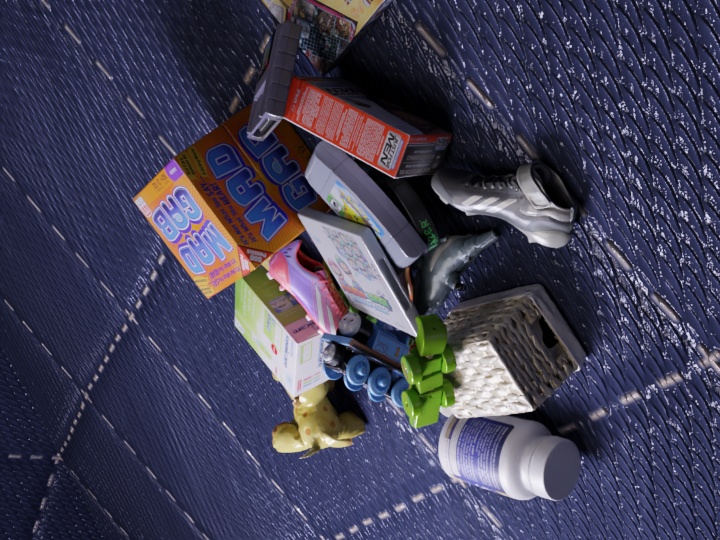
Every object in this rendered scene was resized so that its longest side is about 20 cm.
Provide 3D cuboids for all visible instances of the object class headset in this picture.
[{"bbox_3d":[0.037,-0.099,1.494,0.200,0.094,0.124,56,175,41],"label":"headset"}]

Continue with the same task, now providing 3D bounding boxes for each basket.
[{"bbox_3d":[0.190,0.118,1.516,0.136,0.123,0.200,56,148,-9],"label":"basket"}]

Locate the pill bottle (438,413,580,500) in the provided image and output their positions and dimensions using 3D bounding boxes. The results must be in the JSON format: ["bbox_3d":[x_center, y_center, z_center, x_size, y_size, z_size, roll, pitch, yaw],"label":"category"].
[{"bbox_3d":[0.226,0.280,1.643,0.199,0.120,0.120,8,130,48],"label":"pill bottle"}]

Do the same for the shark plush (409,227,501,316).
[{"bbox_3d":[0.138,-0.001,1.501,0.090,0.084,0.199,23,141,-36],"label":"shark plush"}]

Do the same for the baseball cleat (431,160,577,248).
[{"bbox_3d":[0.182,-0.105,1.358,0.199,0.070,0.107,25,135,20],"label":"baseball cleat"}]

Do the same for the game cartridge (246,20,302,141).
[{"bbox_3d":[-0.121,-0.255,1.476,0.200,0.038,0.131,169,109,-77],"label":"game cartridge"}]

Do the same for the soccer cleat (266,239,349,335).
[{"bbox_3d":[-0.062,0.037,1.706,0.076,0.067,0.200,-37,111,20],"label":"soccer cleat"}]

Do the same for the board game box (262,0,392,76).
[{"bbox_3d":[-0.042,-0.355,1.397,0.136,0.035,0.200,51,149,-2],"label":"board game box"}]

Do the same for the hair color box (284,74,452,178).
[{"bbox_3d":[0.007,-0.191,1.424,0.199,0.111,0.064,32,113,27],"label":"hair color box"}]

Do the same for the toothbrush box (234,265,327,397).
[{"bbox_3d":[-0.135,0.095,1.893,0.200,0.086,0.146,46,146,31],"label":"toothbrush box"}]

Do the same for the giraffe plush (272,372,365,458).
[{"bbox_3d":[-0.092,0.241,1.991,0.200,0.171,0.164,-29,-72,-85],"label":"giraffe plush"}]

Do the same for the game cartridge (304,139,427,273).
[{"bbox_3d":[0.004,-0.085,1.465,0.200,0.040,0.133,47,162,2],"label":"game cartridge"}]

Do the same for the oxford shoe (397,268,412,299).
[{"bbox_3d":[0.036,0.019,1.654,0.071,0.073,0.201,33,145,26],"label":"oxford shoe"}]

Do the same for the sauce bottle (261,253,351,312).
[{"bbox_3d":[-0.096,0.013,1.825,0.200,0.065,0.065,42,148,16],"label":"sauce bottle"}]

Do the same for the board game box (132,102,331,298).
[{"bbox_3d":[-0.192,-0.112,1.687,0.201,0.200,0.199,54,148,-6],"label":"board game box"}]

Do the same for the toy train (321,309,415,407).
[{"bbox_3d":[0.023,0.137,1.698,0.199,0.115,0.086,31,163,-39],"label":"toy train"}]

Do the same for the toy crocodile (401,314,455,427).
[{"bbox_3d":[0.089,0.144,1.487,0.201,0.067,0.062,88,160,-46],"label":"toy crocodile"}]

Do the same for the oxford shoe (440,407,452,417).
[{"bbox_3d":[0.143,0.178,1.704,0.075,0.058,0.201,38,149,14],"label":"oxford shoe"}]

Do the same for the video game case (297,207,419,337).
[{"bbox_3d":[0.000,0.000,1.559,0.200,0.024,0.183,23,147,59],"label":"video game case"}]

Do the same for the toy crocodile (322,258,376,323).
[{"bbox_3d":[-0.006,0.017,1.730,0.067,0.062,0.201,22,143,39],"label":"toy crocodile"}]
